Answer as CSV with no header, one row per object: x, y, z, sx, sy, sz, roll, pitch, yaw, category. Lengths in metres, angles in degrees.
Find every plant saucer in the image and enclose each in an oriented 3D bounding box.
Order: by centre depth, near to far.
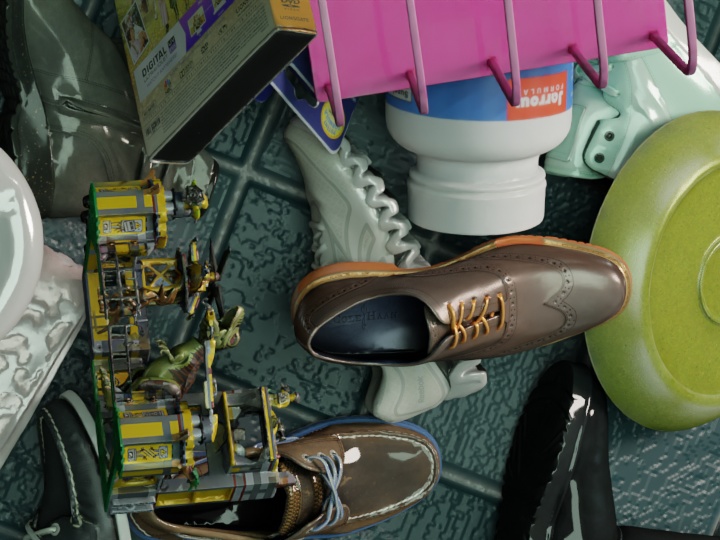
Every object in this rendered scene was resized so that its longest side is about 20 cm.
0.216,0.003,1.414,0.199,0.031,0.201,-11,106,-40,plant saucer

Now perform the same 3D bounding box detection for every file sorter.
0.068,-0.160,1.215,0.199,0.125,0.140,-9,107,-2,file sorter

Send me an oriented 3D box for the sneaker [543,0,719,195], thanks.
0.135,-0.124,1.406,0.200,0.074,0.118,43,76,-15,sneaker

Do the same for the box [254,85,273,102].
-0.046,-0.199,1.342,0.119,0.041,0.201,8,90,-59,box

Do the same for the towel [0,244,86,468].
-0.279,0.042,1.335,0.200,0.032,0.192,29,85,-15,towel

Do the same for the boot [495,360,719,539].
0.168,0.168,1.435,0.162,0.073,0.199,14,87,-18,boot

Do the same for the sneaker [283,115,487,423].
0.000,0.000,1.387,0.081,0.075,0.201,-29,99,-2,sneaker

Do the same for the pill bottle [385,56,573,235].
0.070,-0.127,1.348,0.112,0.112,0.201,-5,107,-14,pill bottle

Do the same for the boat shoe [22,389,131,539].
-0.165,0.172,1.349,0.060,0.076,0.201,-15,96,-19,boat shoe

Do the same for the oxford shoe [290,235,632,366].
0.060,0.028,1.328,0.199,0.073,0.072,-9,108,0,oxford shoe

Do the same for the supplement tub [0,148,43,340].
-0.240,-0.015,1.223,0.131,0.200,0.133,-1,92,-13,supplement tub

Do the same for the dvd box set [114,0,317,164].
-0.091,-0.179,1.262,0.029,0.146,0.201,3,62,-35,dvd box set

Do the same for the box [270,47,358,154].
-0.015,-0.181,1.330,0.121,0.032,0.201,48,57,-53,box

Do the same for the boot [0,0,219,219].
-0.149,-0.126,1.351,0.130,0.068,0.201,-6,100,-21,boot

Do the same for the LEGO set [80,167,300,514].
-0.088,0.044,1.287,0.115,0.154,0.201,-4,59,-12,LEGO set

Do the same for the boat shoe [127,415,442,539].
-0.041,0.134,1.379,0.199,0.072,0.073,-10,95,-14,boat shoe
